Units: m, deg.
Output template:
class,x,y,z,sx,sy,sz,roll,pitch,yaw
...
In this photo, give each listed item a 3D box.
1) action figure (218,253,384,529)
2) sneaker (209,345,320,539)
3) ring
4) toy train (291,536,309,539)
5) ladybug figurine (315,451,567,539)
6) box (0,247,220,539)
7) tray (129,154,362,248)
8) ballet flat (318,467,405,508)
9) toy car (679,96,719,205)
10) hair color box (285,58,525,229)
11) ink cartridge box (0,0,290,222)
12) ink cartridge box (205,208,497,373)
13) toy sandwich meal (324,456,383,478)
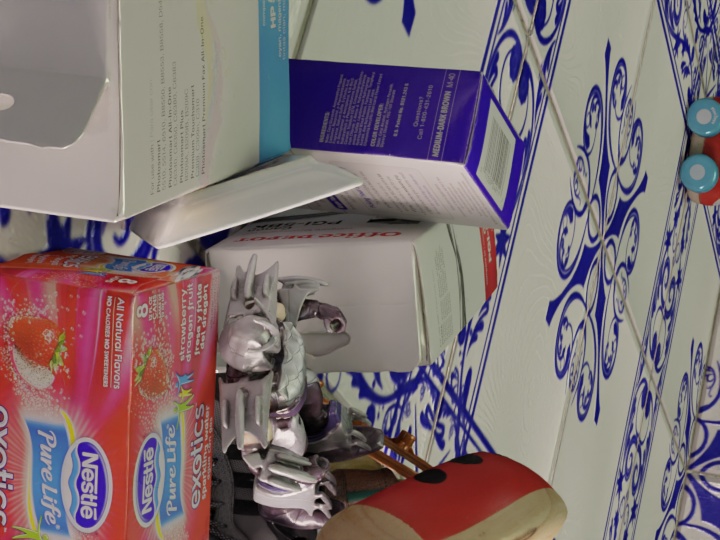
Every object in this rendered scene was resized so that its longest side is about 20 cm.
class,x,y,z,sx,sy,sz,roll,pitch,yaw
action figure,-0.039,0.074,0.911,0.201,0.069,0.131,72,28,-58
sneaker,-0.096,0.142,1.002,0.114,0.075,0.201,-42,121,-36
ring,0.012,0.114,1.111,0.019,0.199,0.200,-58,156,-2
toy train,-0.094,0.210,0.950,0.198,0.034,0.046,-19,114,-27
ladybug figurine,0.043,0.160,0.958,0.199,0.136,0.072,-14,73,-47
box,-0.140,0.095,0.841,0.095,0.099,0.202,-20,115,-67
tray,-0.070,-0.042,0.862,0.200,0.106,0.022,-162,-125,-77
ballet flat,0.026,0.171,1.100,0.200,0.067,0.069,39,38,-72
toy car,0.638,-0.188,2.613,0.184,0.198,0.179,9,88,-68
hair color box,-0.009,-0.080,0.983,0.109,0.198,0.065,45,53,-63
ink cartridge box,-0.130,-0.105,0.762,0.200,0.127,0.127,-32,126,-64
ink cartridge box,0.000,0.000,1.077,0.200,0.145,0.084,-40,125,-69
toy sandwich meal,-0.043,0.203,1.179,0.205,0.070,0.207,-39,138,-47
